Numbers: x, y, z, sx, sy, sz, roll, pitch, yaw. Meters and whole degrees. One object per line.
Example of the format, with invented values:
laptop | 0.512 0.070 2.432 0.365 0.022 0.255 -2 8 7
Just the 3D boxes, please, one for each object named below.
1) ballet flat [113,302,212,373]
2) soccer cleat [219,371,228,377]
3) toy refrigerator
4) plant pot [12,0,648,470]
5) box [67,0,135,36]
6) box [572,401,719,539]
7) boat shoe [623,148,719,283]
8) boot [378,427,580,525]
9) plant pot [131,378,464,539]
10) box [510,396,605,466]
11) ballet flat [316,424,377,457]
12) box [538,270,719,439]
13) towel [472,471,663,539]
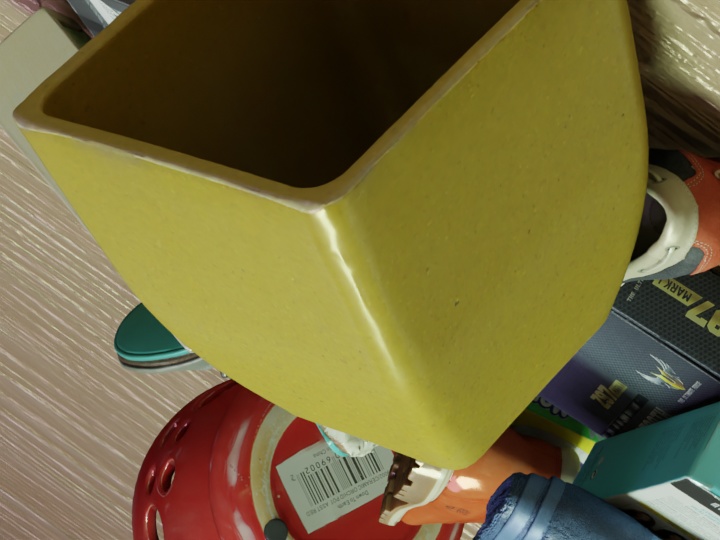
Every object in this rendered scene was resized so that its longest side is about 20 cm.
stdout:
ballet flat | -0.059 0.025 1.654 0.200 0.068 0.064 -27 130 33
soccer cleat | 0.000 0.000 1.504 0.070 0.199 0.087 -4 97 60
toy refrigerator | -0.127 -0.052 1.574 0.200 0.070 0.076 49 -174 7
plant pot | 0.008 -0.031 1.216 0.195 0.194 0.200 18 142 42
box | -0.044 -0.097 1.443 0.200 0.050 0.158 23 161 33
box | 0.176 0.118 1.456 0.082 0.049 0.200 33 163 -8
boat shoe | 0.110 -0.021 1.313 0.200 0.062 0.072 -5 94 58
boot | 0.070 0.124 1.650 0.107 0.075 0.200 16 173 -5
plant pot | -0.034 0.157 1.860 0.200 0.201 0.182 37 159 -10
box | 0.123 0.092 1.658 0.200 0.048 0.117 27 161 25
ballet flat | 0.007 0.055 1.641 0.072 0.072 0.200 34 -170 -2
box | 0.168 0.056 1.473 0.157 0.051 0.200 34 163 2
towel | 0.156 0.169 1.466 0.200 0.049 0.112 31 164 1
